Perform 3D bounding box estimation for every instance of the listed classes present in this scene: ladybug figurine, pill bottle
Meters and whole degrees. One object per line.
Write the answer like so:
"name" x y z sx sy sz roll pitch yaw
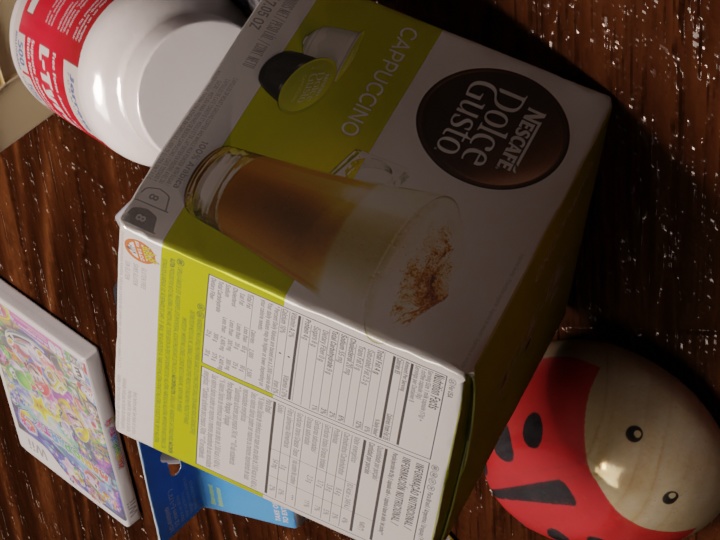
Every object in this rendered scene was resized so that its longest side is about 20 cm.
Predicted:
"ladybug figurine" 0.131 0.108 1.638 0.136 0.072 0.200 56 154 -8
"pill bottle" -0.127 -0.124 1.684 0.200 0.112 0.112 31 149 61

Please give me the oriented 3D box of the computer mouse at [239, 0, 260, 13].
"computer mouse" -0.065 -0.203 1.606 0.200 0.053 0.139 45 158 35

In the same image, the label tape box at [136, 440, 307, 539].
"label tape box" -0.041 0.079 1.736 0.066 0.200 0.143 32 147 32

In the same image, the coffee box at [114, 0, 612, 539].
"coffee box" 0.000 0.000 1.519 0.198 0.200 0.200 23 146 11

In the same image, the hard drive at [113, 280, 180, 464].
"hard drive" -0.113 0.057 1.866 0.200 0.042 0.135 161 100 -70

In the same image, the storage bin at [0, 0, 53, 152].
"storage bin" -0.313 -0.195 1.963 0.200 0.094 0.199 30 146 39

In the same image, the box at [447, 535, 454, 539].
"box" 0.093 0.276 1.916 0.200 0.064 0.070 47 154 10

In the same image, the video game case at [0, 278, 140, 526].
"video game case" -0.245 0.104 2.305 0.143 0.018 0.200 32 147 35

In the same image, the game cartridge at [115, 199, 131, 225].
"game cartridge" -0.084 0.022 1.924 0.200 0.041 0.133 54 150 -1
